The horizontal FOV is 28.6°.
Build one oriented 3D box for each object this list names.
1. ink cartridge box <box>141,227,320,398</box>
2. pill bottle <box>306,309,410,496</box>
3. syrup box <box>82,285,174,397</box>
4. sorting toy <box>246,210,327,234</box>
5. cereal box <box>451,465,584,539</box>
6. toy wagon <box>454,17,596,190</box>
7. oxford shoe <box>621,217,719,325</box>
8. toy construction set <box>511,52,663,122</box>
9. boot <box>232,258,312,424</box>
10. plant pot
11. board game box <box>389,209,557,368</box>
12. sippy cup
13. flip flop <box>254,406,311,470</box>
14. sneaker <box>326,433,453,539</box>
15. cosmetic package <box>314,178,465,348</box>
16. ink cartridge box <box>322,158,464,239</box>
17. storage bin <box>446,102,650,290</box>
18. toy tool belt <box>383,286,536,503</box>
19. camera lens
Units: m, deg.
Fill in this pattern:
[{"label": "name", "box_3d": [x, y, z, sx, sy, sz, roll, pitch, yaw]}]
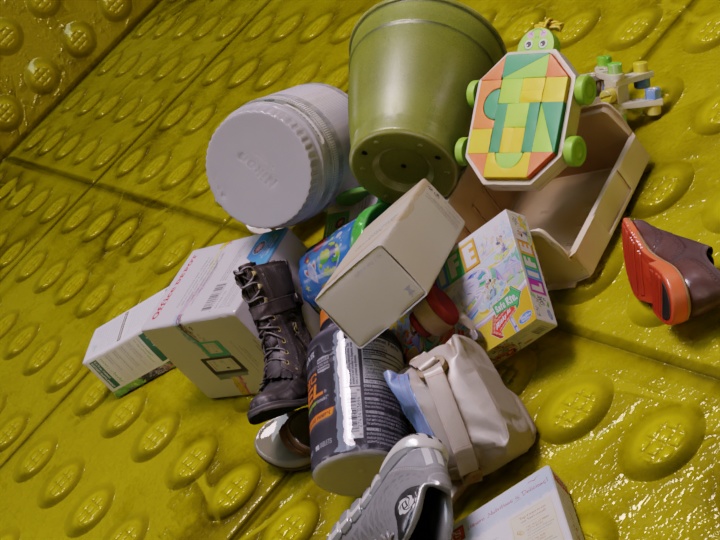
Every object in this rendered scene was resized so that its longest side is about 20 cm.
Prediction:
[{"label": "ink cartridge box", "box_3d": [-0.145, 0.058, 1.806, 0.199, 0.146, 0.147, -11, 40, 46]}, {"label": "pill bottle", "box_3d": [-0.004, 0.128, 1.493, 0.106, 0.106, 0.201, -26, 50, 28]}, {"label": "syrup box", "box_3d": [-0.293, 0.093, 2.026, 0.199, 0.079, 0.082, -28, 29, 25]}, {"label": "sorting toy", "box_3d": [-0.096, -0.116, 2.068, 0.180, 0.107, 0.200, -49, 27, 1]}, {"label": "cereal box", "box_3d": [0.133, 0.275, 1.228, 0.144, 0.040, 0.200, -35, 26, 15]}, {"label": "toy wagon", "box_3d": [0.183, -0.187, 1.558, 0.155, 0.039, 0.201, 3, 78, 39]}, {"label": "oxford shoe", "box_3d": [0.310, -0.003, 1.404, 0.072, 0.072, 0.200, -11, 25, -3]}, {"label": "toy construction set", "box_3d": [0.247, -0.211, 1.680, 0.131, 0.199, 0.093, -144, 58, -65]}, {"label": "boot", "box_3d": [-0.106, 0.075, 1.632, 0.069, 0.175, 0.200, -23, 2, 22]}, {"label": "plant pot", "box_3d": [0.067, -0.187, 1.681, 0.200, 0.200, 0.194, -21, 41, 35]}, {"label": "board game box", "box_3d": [0.111, 0.045, 1.505, 0.200, 0.034, 0.135, -38, 51, 35]}, {"label": "sippy cup", "box_3d": [0.000, 0.000, 1.710, 0.130, 0.140, 0.178, -20, 32, 39]}, {"label": "flip flop", "box_3d": [-0.049, 0.183, 1.586, 0.199, 0.058, 0.081, 0, 52, 49]}, {"label": "sneaker", "box_3d": [0.026, 0.256, 1.303, 0.201, 0.075, 0.116, -64, 21, 19]}, {"label": "cosmetic package", "box_3d": [0.035, -0.011, 1.488, 0.103, 0.073, 0.200, -40, 6, 26]}, {"label": "ink cartridge box", "box_3d": [0.057, -0.086, 1.822, 0.199, 0.084, 0.146, -28, 29, 26]}, {"label": "storage bin", "box_3d": [0.200, -0.076, 1.606, 0.198, 0.094, 0.200, -9, 41, 48]}, {"label": "toy tool belt", "box_3d": [0.075, 0.127, 1.404, 0.123, 0.125, 0.201, -40, 60, 18]}, {"label": "camera lens", "box_3d": [-0.084, -0.144, 1.767, 0.159, 0.161, 0.200, -27, 3, 27]}]
